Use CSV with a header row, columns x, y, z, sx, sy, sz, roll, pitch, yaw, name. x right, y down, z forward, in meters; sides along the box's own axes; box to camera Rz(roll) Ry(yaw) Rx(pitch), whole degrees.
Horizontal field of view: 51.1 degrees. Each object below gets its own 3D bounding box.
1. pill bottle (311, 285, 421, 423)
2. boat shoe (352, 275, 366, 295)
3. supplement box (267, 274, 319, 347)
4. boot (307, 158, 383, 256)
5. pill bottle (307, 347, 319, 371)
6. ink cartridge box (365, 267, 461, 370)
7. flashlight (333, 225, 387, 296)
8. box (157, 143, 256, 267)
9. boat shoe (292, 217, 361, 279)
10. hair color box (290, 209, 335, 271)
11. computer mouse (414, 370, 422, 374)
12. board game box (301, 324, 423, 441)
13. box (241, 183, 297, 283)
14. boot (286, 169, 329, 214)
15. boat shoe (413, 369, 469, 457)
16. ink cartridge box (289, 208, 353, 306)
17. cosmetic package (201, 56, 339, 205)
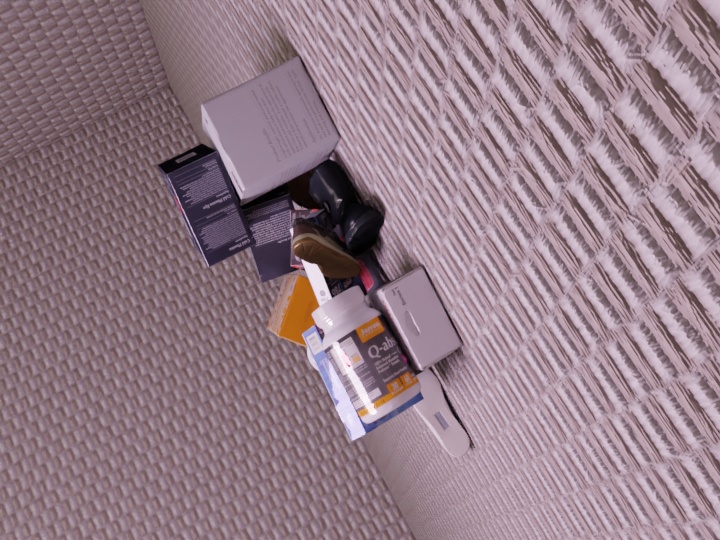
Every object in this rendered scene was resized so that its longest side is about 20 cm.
x,y,z,sx,sy,sz,roll,pitch,yaw,name
0.007,0.136,1.238,0.203,0.115,0.116,60,168,6,pill bottle
0.010,0.053,1.609,0.075,0.093,0.199,48,-170,35,boat shoe
-0.131,0.079,1.545,0.072,0.129,0.200,20,175,-12,supplement box
-0.034,-0.124,1.354,0.170,0.076,0.200,57,174,9,boot
-0.047,0.147,1.719,0.116,0.112,0.200,64,-157,-14,pill bottle
0.083,0.086,1.292,0.147,0.083,0.200,62,169,1,ink cartridge box
0.000,0.000,1.494,0.068,0.067,0.203,-47,61,41,flashlight
-0.294,-0.128,1.424,0.186,0.102,0.200,68,167,-19,box
-0.057,-0.039,1.341,0.200,0.072,0.066,38,-141,-60,boat shoe
-0.092,-0.056,1.572,0.200,0.062,0.114,21,-113,-78,hair color box
0.058,0.153,1.516,0.053,0.137,0.202,47,-167,-50,computer mouse
0.009,0.174,1.349,0.043,0.197,0.203,-32,81,34,board game box
-0.206,-0.124,1.626,0.202,0.120,0.201,-117,11,-46,box
-0.117,-0.160,1.660,0.074,0.074,0.203,44,159,52,boot
0.149,0.277,1.496,0.201,0.071,0.069,52,167,7,boat shoe
-0.065,-0.005,1.429,0.099,0.038,0.204,-45,-61,-59,ink cartridge box
-0.167,-0.247,1.365,0.168,0.197,0.165,62,168,0,cosmetic package
